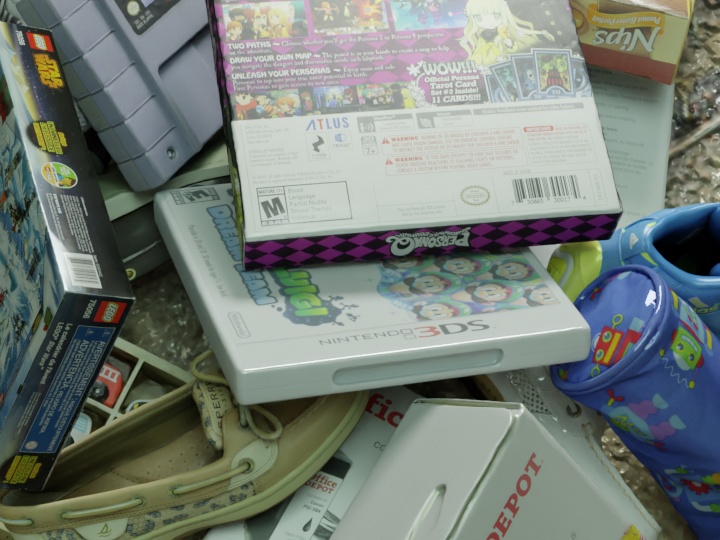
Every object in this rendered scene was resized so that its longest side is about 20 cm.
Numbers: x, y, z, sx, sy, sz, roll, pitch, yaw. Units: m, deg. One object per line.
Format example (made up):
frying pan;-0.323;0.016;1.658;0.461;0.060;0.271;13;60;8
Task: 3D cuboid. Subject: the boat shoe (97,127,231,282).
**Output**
boat shoe;-0.101;-0.037;1.169;0.200;0.061;0.072;-22;25;-22

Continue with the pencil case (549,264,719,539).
pencil case;0.177;0.085;1.073;0.200;0.086;0.078;46;55;-29

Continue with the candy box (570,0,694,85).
candy box;0.151;-0.205;1.233;0.115;0.056;0.201;14;45;5

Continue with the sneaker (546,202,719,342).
sneaker;0.205;0.013;1.112;0.199;0.105;0.076;7;69;-29

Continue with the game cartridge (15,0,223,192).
game cartridge;-0.100;-0.149;1.159;0.130;0.038;0.200;61;41;-20

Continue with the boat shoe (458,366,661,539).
boat shoe;0.107;0.067;1.112;0.069;0.071;0.200;-38;84;-7

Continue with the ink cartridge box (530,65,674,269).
ink cartridge box;0.085;-0.072;1.208;0.196;0.047;0.201;9;63;1

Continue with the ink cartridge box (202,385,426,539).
ink cartridge box;-0.008;0.162;1.067;0.146;0.083;0.201;27;66;9

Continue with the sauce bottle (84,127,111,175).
sauce bottle;-0.135;-0.150;1.214;0.064;0.065;0.201;20;66;5

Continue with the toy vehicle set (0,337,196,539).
toy vehicle set;-0.172;0.086;1.102;0.199;0.027;0.125;26;66;-4

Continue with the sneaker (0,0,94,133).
sneaker;-0.209;-0.140;1.173;0.115;0.075;0.201;-31;50;29

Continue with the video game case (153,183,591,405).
video game case;0.000;0.000;1.061;0.181;0.024;0.200;-7;29;-15

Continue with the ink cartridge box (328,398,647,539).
ink cartridge box;0.074;0.178;0.982;0.200;0.087;0.146;47;61;-30

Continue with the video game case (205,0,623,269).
video game case;0.024;-0.092;1.079;0.198;0.036;0.182;-5;61;-10

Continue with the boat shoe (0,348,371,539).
boat shoe;-0.088;0.091;1.029;0.199;0.063;0.073;-32;41;0

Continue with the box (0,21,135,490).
box;-0.174;-0.009;1.027;0.040;0.137;0.201;7;42;-30
